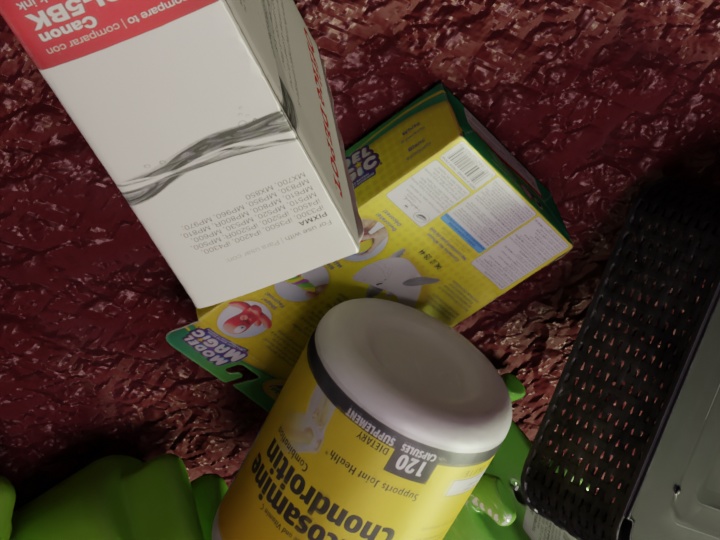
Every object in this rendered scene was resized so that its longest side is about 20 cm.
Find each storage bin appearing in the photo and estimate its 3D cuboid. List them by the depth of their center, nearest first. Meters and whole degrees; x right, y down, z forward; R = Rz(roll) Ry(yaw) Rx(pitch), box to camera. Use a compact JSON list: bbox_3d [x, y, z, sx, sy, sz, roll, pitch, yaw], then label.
[{"bbox_3d":[0.192,0.067,0.964,0.134,0.094,0.202,21,93,-32],"label":"storage bin"}]

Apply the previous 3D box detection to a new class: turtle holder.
[{"bbox_3d":[0.044,0.142,1.034,0.131,0.142,0.185,-30,137,25],"label":"turtle holder"}]

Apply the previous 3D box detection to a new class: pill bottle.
[{"bbox_3d":[-0.011,0.123,0.933,0.111,0.112,0.201,14,119,-27],"label":"pill bottle"}]

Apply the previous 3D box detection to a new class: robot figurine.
[{"bbox_3d":[-0.164,0.186,1.037,0.199,0.116,0.175,-33,146,18],"label":"robot figurine"}]

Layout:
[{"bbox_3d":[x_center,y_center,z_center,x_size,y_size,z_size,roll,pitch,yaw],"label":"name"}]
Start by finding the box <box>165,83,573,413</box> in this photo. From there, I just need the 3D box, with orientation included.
[{"bbox_3d":[0.000,0.000,0.946,0.199,0.049,0.117,-35,133,16],"label":"box"}]

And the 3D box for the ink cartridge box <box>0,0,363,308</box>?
[{"bbox_3d":[-0.079,-0.104,0.744,0.082,0.148,0.201,-21,136,8],"label":"ink cartridge box"}]
